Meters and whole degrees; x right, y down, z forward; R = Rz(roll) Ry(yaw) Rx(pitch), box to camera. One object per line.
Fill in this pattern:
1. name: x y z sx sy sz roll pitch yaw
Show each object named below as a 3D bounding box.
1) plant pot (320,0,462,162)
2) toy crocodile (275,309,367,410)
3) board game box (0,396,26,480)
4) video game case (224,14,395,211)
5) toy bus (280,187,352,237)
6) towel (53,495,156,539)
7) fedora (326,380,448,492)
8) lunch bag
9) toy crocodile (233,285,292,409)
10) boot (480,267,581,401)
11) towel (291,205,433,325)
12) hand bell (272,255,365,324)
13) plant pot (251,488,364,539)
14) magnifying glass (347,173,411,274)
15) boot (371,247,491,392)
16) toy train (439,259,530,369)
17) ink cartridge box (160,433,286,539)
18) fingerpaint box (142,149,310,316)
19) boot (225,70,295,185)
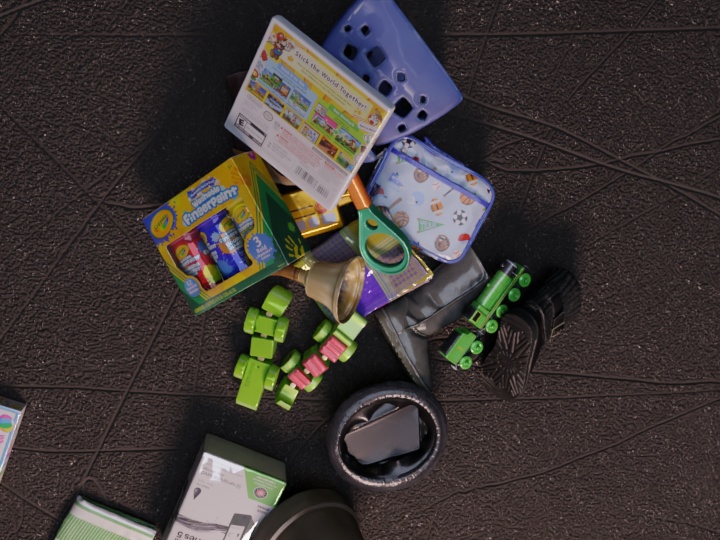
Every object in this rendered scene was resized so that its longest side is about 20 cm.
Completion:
1. plant pot: 0.013 -0.275 1.122 0.179 0.200 0.201 -38 103 7
2. toy crocodile: -0.067 0.140 1.236 0.067 0.062 0.200 43 103 -13
3. board game box: -0.621 0.285 1.203 0.133 0.034 0.203 21 96 -11
4. video game case: -0.074 -0.209 1.047 0.199 0.023 0.183 39 126 5
5. toy bus: -0.090 -0.092 1.185 0.197 0.065 0.080 -16 100 5
6. towel: -0.440 0.484 1.271 0.151 0.023 0.202 26 96 -11
7. fedora: 0.039 0.259 1.265 0.197 0.092 0.204 -1 100 -8
8. lunch bag: 0.101 -0.117 1.211 0.198 0.076 0.162 29 96 -5
9. toy crocodile: -0.154 0.123 1.227 0.066 0.062 0.203 14 100 2
10. boot: 0.287 0.109 1.281 0.079 0.213 0.157 36 49 23
11. towel: 0.000 0.000 1.210 0.198 0.023 0.144 -30 105 23
12. hand bell: -0.102 0.003 1.188 0.197 0.104 0.106 17 98 19
13. plant pot: -0.054 0.478 1.213 0.198 0.173 0.203 -15 119 -30
14. magnifying glass: 0.014 -0.076 1.123 0.079 0.023 0.202 -8 123 30
15. boot: 0.139 0.084 1.269 0.198 0.073 0.184 -30 105 -9
16. toy train: 0.197 0.068 1.229 0.056 0.042 0.201 35 90 -24
17. ink cartridge box: -0.224 0.392 1.253 0.144 0.084 0.203 23 96 -11
18. fingerpaint box: -0.199 -0.052 1.130 0.198 0.073 0.169 -26 94 30
19. boot: -0.111 -0.214 1.132 0.197 0.072 0.169 2 108 28
